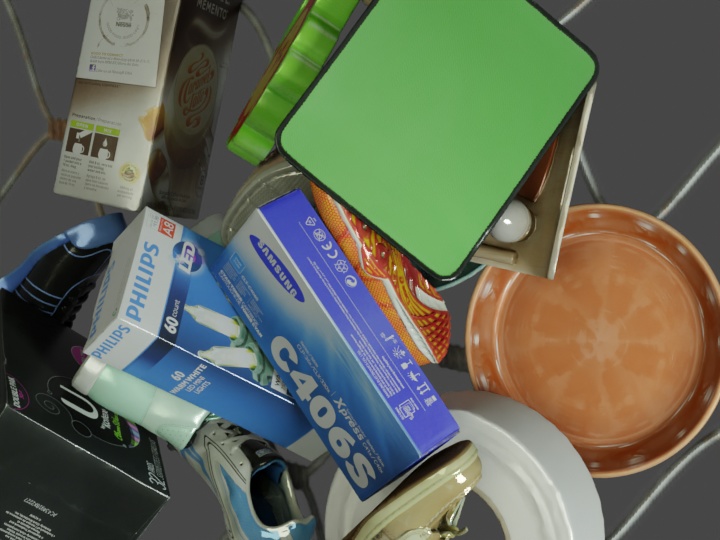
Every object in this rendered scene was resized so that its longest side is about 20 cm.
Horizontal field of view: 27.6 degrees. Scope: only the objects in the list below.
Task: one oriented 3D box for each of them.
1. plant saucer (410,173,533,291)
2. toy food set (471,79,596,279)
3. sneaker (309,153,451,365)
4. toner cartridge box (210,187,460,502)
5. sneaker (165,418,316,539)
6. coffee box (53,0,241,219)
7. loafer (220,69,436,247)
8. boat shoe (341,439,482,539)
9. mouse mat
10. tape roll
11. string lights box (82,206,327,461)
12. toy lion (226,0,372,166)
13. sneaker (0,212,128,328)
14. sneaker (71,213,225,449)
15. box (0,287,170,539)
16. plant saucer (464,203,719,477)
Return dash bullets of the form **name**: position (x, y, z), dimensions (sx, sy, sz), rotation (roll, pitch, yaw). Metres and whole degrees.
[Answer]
- **plant saucer**: position (0.043, -0.082, 1.137), dimensions (0.197, 0.036, 0.203), rotation (-1, 87, 21)
- **toy food set**: position (0.065, -0.083, 1.077), dimensions (0.197, 0.060, 0.146), rotation (13, 92, 20)
- **sneaker**: position (0.000, 0.000, 1.056), dimensions (0.076, 0.073, 0.201), rotation (-7, 128, 24)
- **toner cartridge box**: position (-0.021, 0.053, 1.016), dimensions (0.201, 0.043, 0.095), rotation (56, 142, 9)
- **sneaker**: position (-0.097, 0.144, 1.145), dimensions (0.073, 0.071, 0.201), rotation (-50, 60, 24)
- **coffee box**: position (-0.166, -0.149, 1.168), dimensions (0.079, 0.114, 0.203), rotation (12, 93, 18)
- **loafer**: position (-0.022, -0.082, 1.071), dimensions (0.199, 0.063, 0.072), rotation (-39, 116, 24)
- **boat shoe**: position (0.027, 0.192, 1.022), dimensions (0.063, 0.073, 0.200), rotation (47, 124, 8)
- **mouse mat**: position (0.055, -0.115, 1.004), dimensions (0.160, 0.008, 0.201), rotation (38, 80, -8)
- **tape roll**: position (0.074, 0.195, 1.081), dimensions (0.200, 0.071, 0.206), rotation (4, 98, 26)
- **string lights box**: position (-0.095, 0.049, 1.079), dimensions (0.059, 0.199, 0.104), rotation (-38, 33, 43)
- **toy lion**: position (-0.039, -0.172, 1.091), dimensions (0.068, 0.200, 0.193), rotation (30, 107, -10)
- **sneaker**: position (-0.260, 0.029, 1.222), dimensions (0.199, 0.070, 0.079), rotation (-33, 84, 21)
- **sneaker**: position (-0.127, 0.051, 1.145), dimensions (0.118, 0.201, 0.074), rotation (36, 141, -5)
- **box**: position (-0.246, 0.134, 1.122), dimensions (0.148, 0.200, 0.125), rotation (34, 102, -26)
- **plant saucer**: position (0.177, 0.052, 1.098), dimensions (0.197, 0.032, 0.204), rotation (0, 90, 18)
